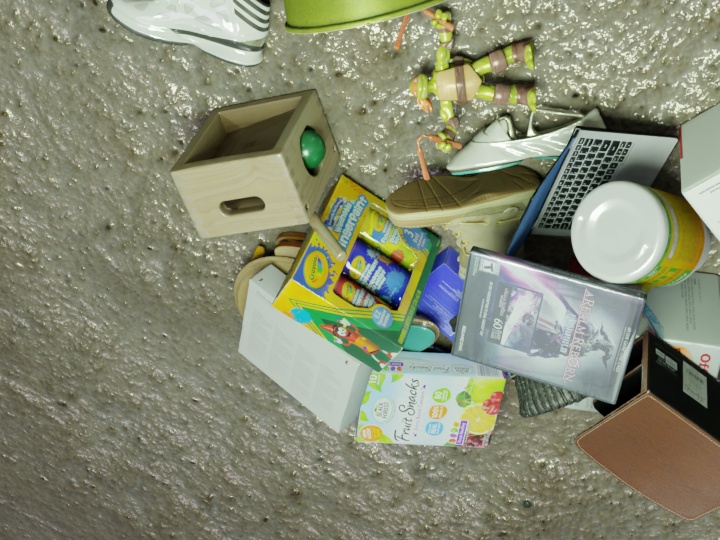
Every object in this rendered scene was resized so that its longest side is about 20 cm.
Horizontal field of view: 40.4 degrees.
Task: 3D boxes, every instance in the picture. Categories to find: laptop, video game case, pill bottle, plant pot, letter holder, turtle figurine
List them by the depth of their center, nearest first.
[{"bbox_3d":[-0.005,-0.368,1.007,0.198,0.201,0.195,-4,114,21],"label":"plant pot"},{"bbox_3d":[0.208,0.062,1.110,0.197,0.019,0.145,16,122,15],"label":"video game case"},{"bbox_3d":[0.335,-0.038,1.138,0.110,0.199,0.113,-3,86,38],"label":"pill bottle"},{"bbox_3d":[0.256,-0.060,1.145,0.197,0.117,0.188,3,143,-9],"label":"laptop"},{"bbox_3d":[0.125,-0.212,1.151,0.159,0.064,0.203,-3,102,10],"label":"turtle figurine"},{"bbox_3d":[0.374,0.196,1.190,0.199,0.101,0.142,34,131,-12],"label":"letter holder"}]

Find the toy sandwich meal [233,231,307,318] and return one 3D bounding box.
[{"bbox_3d":[-0.093,0.035,1.427,0.202,0.071,0.207,11,132,12],"label":"toy sandwich meal"}]

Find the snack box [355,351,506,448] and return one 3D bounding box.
[{"bbox_3d":[0.097,0.185,1.400,0.197,0.053,0.144,4,127,-4],"label":"snack box"}]

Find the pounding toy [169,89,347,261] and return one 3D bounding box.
[{"bbox_3d":[-0.107,-0.112,1.232,0.197,0.185,0.143,-6,126,22],"label":"pounding toy"}]

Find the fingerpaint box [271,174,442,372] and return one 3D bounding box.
[{"bbox_3d":[0.000,0.000,1.272,0.166,0.201,0.073,32,139,-9],"label":"fingerpaint box"}]

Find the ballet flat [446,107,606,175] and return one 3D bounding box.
[{"bbox_3d":[0.199,-0.160,1.183,0.197,0.070,0.070,-6,126,17],"label":"ballet flat"}]

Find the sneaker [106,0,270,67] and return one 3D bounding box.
[{"bbox_3d":[-0.200,-0.330,1.174,0.198,0.076,0.116,16,123,-5],"label":"sneaker"}]

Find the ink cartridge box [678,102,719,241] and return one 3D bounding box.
[{"bbox_3d":[0.449,-0.076,1.106,0.083,0.145,0.200,-30,115,34],"label":"ink cartridge box"}]

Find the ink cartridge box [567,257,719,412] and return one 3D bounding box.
[{"bbox_3d":[0.359,0.092,1.271,0.197,0.145,0.147,6,129,12],"label":"ink cartridge box"}]

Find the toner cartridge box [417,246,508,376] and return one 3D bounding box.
[{"bbox_3d":[0.161,0.064,1.380,0.200,0.043,0.095,41,129,-15],"label":"toner cartridge box"}]

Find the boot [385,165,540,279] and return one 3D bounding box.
[{"bbox_3d":[0.127,-0.047,1.251,0.197,0.073,0.157,-12,134,-14],"label":"boot"}]

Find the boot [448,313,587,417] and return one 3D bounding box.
[{"bbox_3d":[0.196,0.108,1.241,0.160,0.079,0.211,68,158,3],"label":"boot"}]

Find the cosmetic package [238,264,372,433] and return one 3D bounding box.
[{"bbox_3d":[-0.077,0.108,1.354,0.199,0.052,0.152,36,139,20],"label":"cosmetic package"}]

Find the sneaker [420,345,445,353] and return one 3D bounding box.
[{"bbox_3d":[0.075,0.183,1.477,0.070,0.083,0.201,26,131,-5],"label":"sneaker"}]

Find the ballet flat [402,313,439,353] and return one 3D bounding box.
[{"bbox_3d":[0.047,0.093,1.415,0.070,0.066,0.199,39,140,-19],"label":"ballet flat"}]
